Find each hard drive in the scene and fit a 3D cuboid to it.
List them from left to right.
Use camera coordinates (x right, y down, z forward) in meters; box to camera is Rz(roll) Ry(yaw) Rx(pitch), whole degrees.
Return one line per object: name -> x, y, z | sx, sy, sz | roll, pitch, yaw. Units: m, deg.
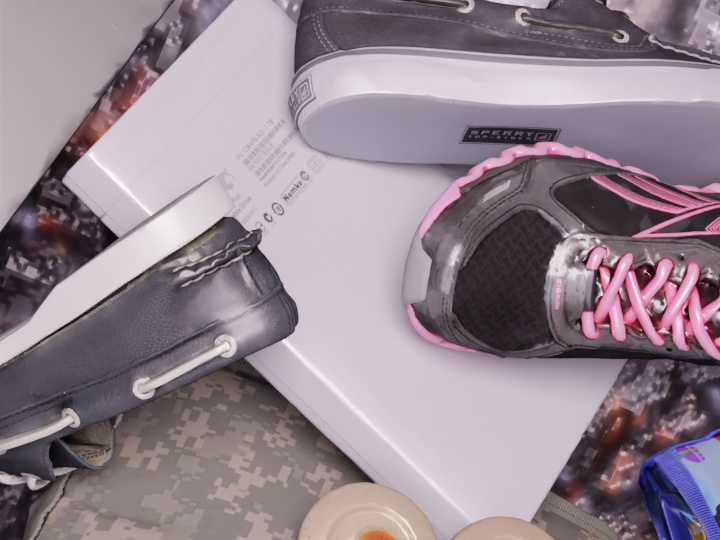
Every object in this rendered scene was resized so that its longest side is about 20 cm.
hard drive -> 0.000, 0.000, 1.007 | 0.200, 0.132, 0.027 | 44, 131, -5

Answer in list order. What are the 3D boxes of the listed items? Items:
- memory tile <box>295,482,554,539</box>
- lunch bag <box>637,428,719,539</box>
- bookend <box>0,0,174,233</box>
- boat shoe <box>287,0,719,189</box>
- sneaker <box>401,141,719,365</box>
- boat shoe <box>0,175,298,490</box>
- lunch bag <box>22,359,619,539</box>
memory tile -> 0.036, 0.175, 0.916 | 0.153, 0.017, 0.200 | 15, 68, -10
lunch bag -> 0.197, 0.123, 1.011 | 0.150, 0.094, 0.200 | -14, 73, -24
bookend -> -0.201, -0.076, 0.972 | 0.199, 0.092, 0.200 | 36, 75, -8
boat shoe -> 0.070, -0.074, 1.025 | 0.200, 0.070, 0.066 | 2, 63, -13
sneaker -> 0.111, 0.004, 0.987 | 0.200, 0.095, 0.079 | -1, 108, -31
boat shoe -> -0.104, 0.042, 0.950 | 0.200, 0.076, 0.060 | -34, 93, 38
lunch bag -> -0.032, 0.128, 1.003 | 0.200, 0.164, 0.118 | 30, 135, -5
